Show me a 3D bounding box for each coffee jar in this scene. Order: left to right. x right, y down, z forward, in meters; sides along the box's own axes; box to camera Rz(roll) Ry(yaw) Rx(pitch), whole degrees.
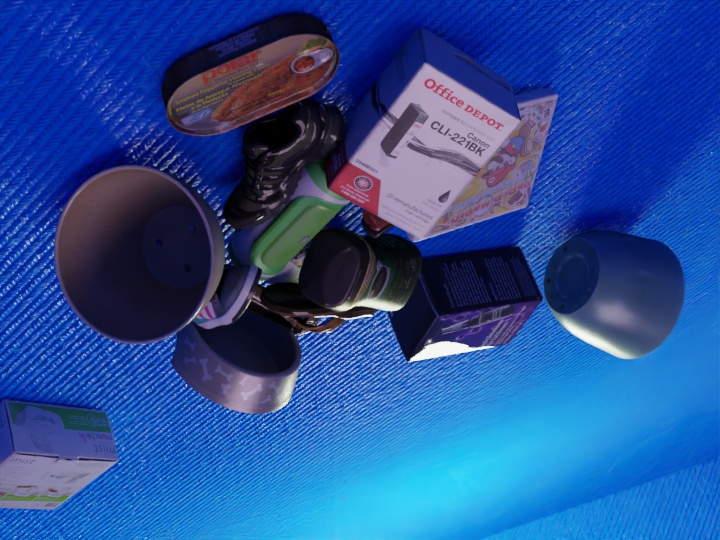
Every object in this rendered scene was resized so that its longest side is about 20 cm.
[{"bbox_3d":[0.000,0.000,1.588,0.199,0.085,0.105,4,111,-62],"label":"coffee jar"}]

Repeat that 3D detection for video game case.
[{"bbox_3d":[0.157,-0.136,1.535,0.198,0.023,0.184,-18,137,-31],"label":"video game case"}]

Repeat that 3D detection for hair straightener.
[{"bbox_3d":[0.083,-0.108,1.571,0.199,0.041,0.077,-38,171,-14],"label":"hair straightener"}]

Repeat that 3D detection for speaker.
[{"bbox_3d":[-0.086,-0.072,1.503,0.088,0.089,0.200,6,142,-42],"label":"speaker"}]

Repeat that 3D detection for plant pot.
[{"bbox_3d":[0.393,0.028,1.915,0.160,0.202,0.201,16,137,-34],"label":"plant pot"}]

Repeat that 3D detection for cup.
[{"bbox_3d":[-0.239,-0.023,1.400,0.199,0.202,0.143,-29,177,15],"label":"cup"}]

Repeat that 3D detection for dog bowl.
[{"bbox_3d":[-0.171,0.108,1.657,0.198,0.201,0.059,5,127,-41],"label":"dog bowl"}]

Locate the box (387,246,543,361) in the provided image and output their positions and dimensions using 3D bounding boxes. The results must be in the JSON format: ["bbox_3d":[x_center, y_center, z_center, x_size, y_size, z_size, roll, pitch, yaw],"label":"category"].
[{"bbox_3d":[0.163,0.053,1.883,0.198,0.105,0.148,-9,151,-24],"label":"box"}]

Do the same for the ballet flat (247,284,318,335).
[{"bbox_3d":[-0.146,0.047,1.656,0.198,0.047,0.067,21,163,-28],"label":"ballet flat"}]

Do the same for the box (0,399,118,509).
[{"bbox_3d":[-0.510,0.290,1.837,0.176,0.098,0.199,-38,148,27],"label":"box"}]

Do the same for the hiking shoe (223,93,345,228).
[{"bbox_3d":[-0.113,-0.134,1.402,0.100,0.076,0.200,22,122,-42],"label":"hiking shoe"}]

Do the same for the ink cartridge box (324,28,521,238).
[{"bbox_3d":[0.070,-0.157,1.383,0.143,0.084,0.200,26,121,-23],"label":"ink cartridge box"}]

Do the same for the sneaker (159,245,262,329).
[{"bbox_3d":[-0.210,0.011,1.517,0.120,0.084,0.200,29,155,-19],"label":"sneaker"}]

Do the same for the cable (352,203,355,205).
[{"bbox_3d":[0.073,-0.145,1.523,0.199,0.051,0.097,-30,157,15],"label":"cable"}]

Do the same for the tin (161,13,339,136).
[{"bbox_3d":[-0.120,-0.211,1.281,0.198,0.042,0.112,-22,157,1],"label":"tin"}]

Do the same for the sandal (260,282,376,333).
[{"bbox_3d":[-0.057,0.057,1.647,0.199,0.081,0.055,3,112,-51],"label":"sandal"}]

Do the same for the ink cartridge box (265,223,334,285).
[{"bbox_3d":[-0.063,-0.006,1.674,0.108,0.051,0.200,-28,152,12],"label":"ink cartridge box"}]
